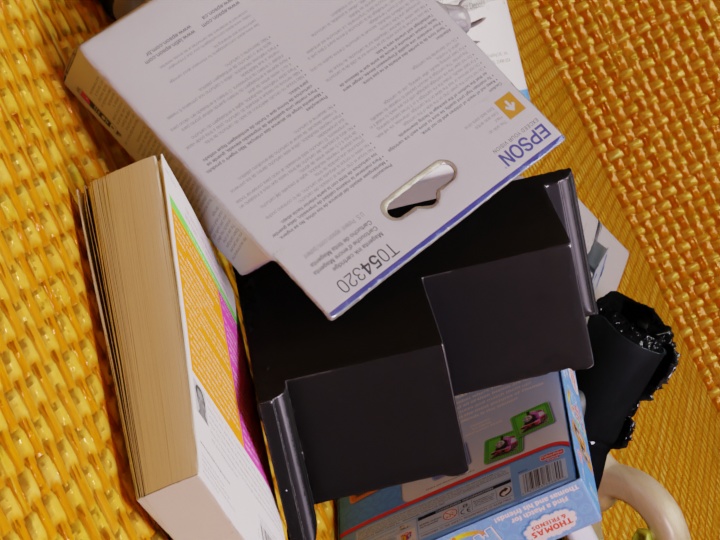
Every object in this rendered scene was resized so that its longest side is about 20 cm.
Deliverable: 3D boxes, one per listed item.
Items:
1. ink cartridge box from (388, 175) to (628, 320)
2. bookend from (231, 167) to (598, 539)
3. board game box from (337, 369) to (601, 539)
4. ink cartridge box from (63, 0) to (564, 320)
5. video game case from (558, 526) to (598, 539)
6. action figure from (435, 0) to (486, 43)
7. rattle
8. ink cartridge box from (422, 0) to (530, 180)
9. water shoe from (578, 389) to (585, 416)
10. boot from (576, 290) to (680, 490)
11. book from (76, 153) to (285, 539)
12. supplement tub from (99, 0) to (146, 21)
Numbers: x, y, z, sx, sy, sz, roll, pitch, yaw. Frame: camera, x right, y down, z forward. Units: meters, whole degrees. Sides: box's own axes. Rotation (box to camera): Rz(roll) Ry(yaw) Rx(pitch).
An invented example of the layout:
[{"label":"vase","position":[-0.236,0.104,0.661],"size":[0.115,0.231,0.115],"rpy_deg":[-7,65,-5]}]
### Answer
[{"label":"ink cartridge box","position":[0.107,-0.019,2.049],"size":[0.086,0.146,0.200],"rpy_deg":[-70,159,-4]},{"label":"bookend","position":[0.041,0.043,1.430],"size":[0.199,0.199,0.092],"rpy_deg":[-108,-175,-66]},{"label":"board game box","position":[0.058,0.108,1.583],"size":[0.037,0.151,0.200],"rpy_deg":[60,13,-27]},{"label":"ink cartridge box","position":[-0.023,-0.086,1.446],"size":[0.200,0.196,0.043],"rpy_deg":[48,-33,8]},{"label":"video game case","position":[0.093,0.106,1.893],"size":[0.201,0.022,0.182],"rpy_deg":[63,-12,-12]},{"label":"action figure","position":[-0.024,-0.118,1.546],"size":[0.069,0.199,0.131],"rpy_deg":[68,6,-67]},{"label":"rattle","position":[0.165,0.205,2.168],"size":[0.200,0.143,0.130],"rpy_deg":[53,-25,16]},{"label":"ink cartridge box","position":[0.024,-0.156,1.745],"size":[0.144,0.084,0.201],"rpy_deg":[-14,91,-46]},{"label":"water shoe","position":[0.081,0.035,1.737],"size":[0.200,0.071,0.079],"rpy_deg":[51,-26,16]},{"label":"boot","position":[0.177,0.098,2.053],"size":[0.076,0.169,0.200],"rpy_deg":[25,9,-4]},{"label":"book","position":[-0.080,0.061,1.332],"size":[0.134,0.048,0.201],"rpy_deg":[58,13,-48]},{"label":"supplement tub","position":[-0.124,-0.253,1.582],"size":[0.201,0.122,0.123],"rpy_deg":[69,12,16]}]
